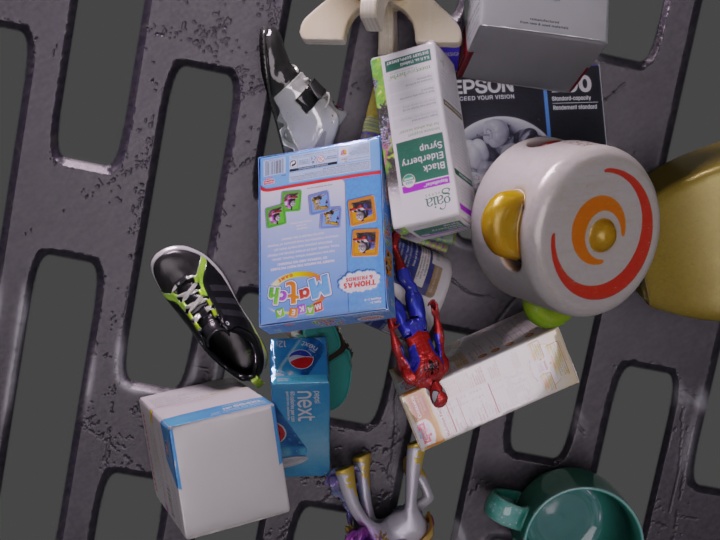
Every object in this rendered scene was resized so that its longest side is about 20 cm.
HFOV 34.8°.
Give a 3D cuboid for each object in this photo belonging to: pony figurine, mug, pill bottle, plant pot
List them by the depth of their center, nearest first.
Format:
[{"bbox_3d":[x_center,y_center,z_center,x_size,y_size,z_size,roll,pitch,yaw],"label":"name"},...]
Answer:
[{"bbox_3d":[0.413,-0.044,1.354,0.197,0.196,0.198,-13,99,7],"label":"plant pot"},{"bbox_3d":[0.000,0.000,1.362,0.197,0.111,0.112,23,96,-7],"label":"pill bottle"},{"bbox_3d":[0.028,0.326,1.399,0.190,0.166,0.203,-17,92,-15],"label":"pony figurine"},{"bbox_3d":[0.253,0.310,1.422,0.151,0.114,0.186,-34,98,2],"label":"mug"}]

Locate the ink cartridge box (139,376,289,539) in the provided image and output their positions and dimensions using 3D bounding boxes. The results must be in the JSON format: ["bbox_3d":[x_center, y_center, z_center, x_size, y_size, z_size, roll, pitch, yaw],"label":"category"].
[{"bbox_3d":[-0.177,0.209,1.345,0.123,0.200,0.131,-11,100,-20],"label":"ink cartridge box"}]

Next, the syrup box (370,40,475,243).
[{"bbox_3d":[0.072,-0.141,1.285,0.078,0.081,0.204,-12,76,20],"label":"syrup box"}]

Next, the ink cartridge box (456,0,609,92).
[{"bbox_3d":[0.194,-0.327,1.286,0.142,0.145,0.204,7,77,-3],"label":"ink cartridge box"}]

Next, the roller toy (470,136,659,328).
[{"bbox_3d":[0.222,-0.049,1.236,0.183,0.139,0.200,-49,118,-11],"label":"roller toy"}]

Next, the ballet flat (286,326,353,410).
[{"bbox_3d":[-0.052,0.088,1.369,0.075,0.064,0.202,-31,143,-18],"label":"ballet flat"}]

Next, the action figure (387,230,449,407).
[{"bbox_3d":[0.055,0.056,1.278,0.065,0.052,0.203,-17,82,-22],"label":"action figure"}]

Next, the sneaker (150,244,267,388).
[{"bbox_3d":[-0.174,0.052,1.370,0.071,0.083,0.201,-40,99,2],"label":"sneaker"}]

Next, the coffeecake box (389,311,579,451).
[{"bbox_3d":[0.141,0.125,1.368,0.197,0.154,0.074,-23,98,0],"label":"coffeecake box"}]

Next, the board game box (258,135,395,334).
[{"bbox_3d":[-0.039,-0.039,1.273,0.149,0.037,0.203,-8,69,16],"label":"board game box"}]

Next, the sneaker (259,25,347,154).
[{"bbox_3d":[-0.064,-0.195,1.353,0.087,0.074,0.203,-17,108,-2],"label":"sneaker"}]

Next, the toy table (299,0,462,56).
[{"bbox_3d":[0.023,-0.313,1.299,0.197,0.183,0.119,2,84,21],"label":"toy table"}]

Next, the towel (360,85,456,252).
[{"bbox_3d":[0.066,-0.137,1.359,0.141,0.023,0.203,18,75,-10],"label":"towel"}]

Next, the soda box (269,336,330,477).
[{"bbox_3d":[-0.069,0.164,1.346,0.067,0.065,0.202,-2,139,-3],"label":"soda box"}]

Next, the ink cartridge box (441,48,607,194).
[{"bbox_3d":[0.189,-0.189,1.353,0.194,0.043,0.204,-3,79,-5],"label":"ink cartridge box"}]
